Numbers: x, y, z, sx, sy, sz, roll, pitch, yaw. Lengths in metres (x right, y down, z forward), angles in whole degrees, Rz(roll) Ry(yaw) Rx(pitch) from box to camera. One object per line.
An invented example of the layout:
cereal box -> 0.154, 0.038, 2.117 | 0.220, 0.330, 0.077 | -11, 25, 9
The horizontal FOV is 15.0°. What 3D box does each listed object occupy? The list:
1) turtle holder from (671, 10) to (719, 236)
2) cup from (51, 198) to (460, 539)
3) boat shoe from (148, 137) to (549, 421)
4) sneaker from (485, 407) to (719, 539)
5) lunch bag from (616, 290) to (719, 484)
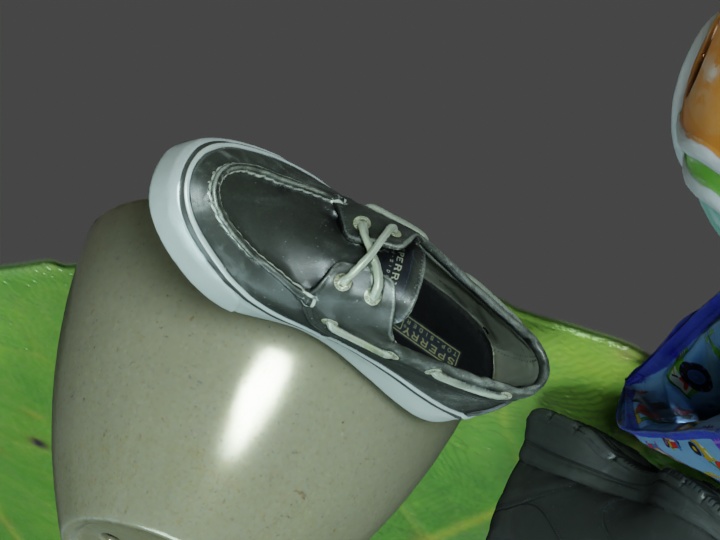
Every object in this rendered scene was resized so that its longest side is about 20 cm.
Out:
turtle holder -> 0.188, -0.045, 0.898 | 0.185, 0.141, 0.132 | -5, -168, -38
cup -> -0.065, 0.082, 1.280 | 0.200, 0.143, 0.200 | 18, 152, 10
boat shoe -> 0.000, 0.000, 1.172 | 0.200, 0.071, 0.064 | 32, 153, -31
sneaker -> 0.125, 0.129, 1.210 | 0.076, 0.091, 0.200 | 31, 175, -29
lunch bag -> 0.196, 0.076, 1.138 | 0.150, 0.094, 0.200 | 25, 162, -7
